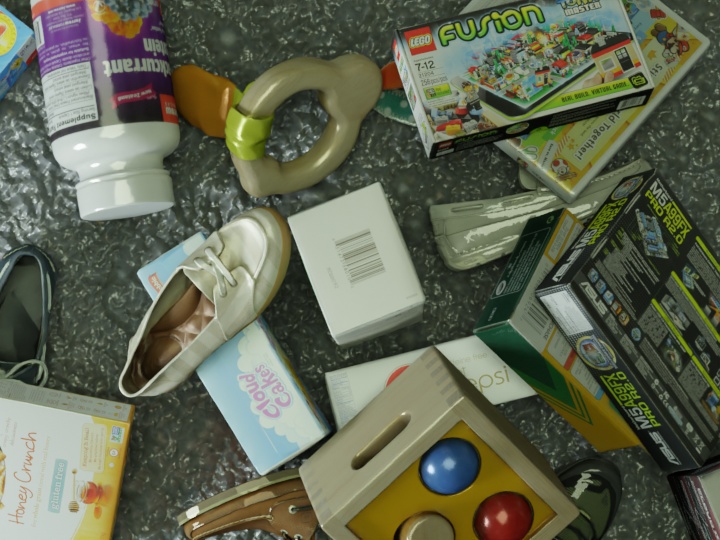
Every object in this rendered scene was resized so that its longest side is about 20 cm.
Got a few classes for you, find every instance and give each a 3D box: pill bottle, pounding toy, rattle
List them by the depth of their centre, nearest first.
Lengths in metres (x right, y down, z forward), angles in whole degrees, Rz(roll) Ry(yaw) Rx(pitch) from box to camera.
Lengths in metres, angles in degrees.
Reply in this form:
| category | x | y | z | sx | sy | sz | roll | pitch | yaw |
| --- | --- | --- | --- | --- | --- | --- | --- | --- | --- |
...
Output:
| category | x | y | z | sx | sy | sz | roll | pitch | yaw |
| --- | --- | --- | --- | --- | --- | --- | --- | --- | --- |
| pounding toy | 0.061 | 0.212 | 1.580 | 0.200 | 0.142 | 0.184 | -43 | 114 | 5 |
| pill bottle | -0.215 | -0.149 | 1.665 | 0.111 | 0.111 | 0.201 | -9 | 86 | 0 |
| rattle | -0.046 | -0.157 | 1.706 | 0.200 | 0.143 | 0.130 | -34 | 119 | -17 |

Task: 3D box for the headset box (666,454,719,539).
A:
| category | x | y | z | sx | sy | sz | roll | pitch | yaw |
| --- | --- | --- | --- | --- | --- | --- | --- | --- | --- |
| headset box | 0.345 | 0.176 | 1.590 | 0.148 | 0.200 | 0.077 | -21 | 85 | -2 |

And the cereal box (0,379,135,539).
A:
| category | x | y | z | sx | sy | sz | roll | pitch | yaw |
| --- | --- | --- | --- | --- | --- | --- | --- | --- | --- |
| cereal box | -0.301 | 0.164 | 1.643 | 0.199 | 0.040 | 0.144 | 10 | 114 | -3 |

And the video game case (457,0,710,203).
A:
| category | x | y | z | sx | sy | sz | roll | pitch | yaw |
| --- | --- | --- | --- | --- | --- | --- | --- | --- | --- |
| video game case | 0.173 | -0.184 | 1.675 | 0.182 | 0.023 | 0.200 | 40 | 71 | 9 |

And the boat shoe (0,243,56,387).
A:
| category | x | y | z | sx | sy | sz | roll | pitch | yaw |
| --- | --- | --- | --- | --- | --- | --- | --- | --- | --- |
| boat shoe | -0.304 | 0.076 | 1.673 | 0.075 | 0.062 | 0.201 | 18 | 88 | -6 |

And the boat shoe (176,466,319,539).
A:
| category | x | y | z | sx | sy | sz | roll | pitch | yaw |
| --- | --- | --- | --- | --- | --- | --- | --- | --- | --- |
| boat shoe | -0.056 | 0.202 | 1.656 | 0.199 | 0.072 | 0.068 | -19 | 85 | -1 |

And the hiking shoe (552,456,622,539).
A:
| category | x | y | z | sx | sy | sz | roll | pitch | yaw |
| --- | --- | --- | --- | --- | --- | --- | --- | --- | --- |
| hiking shoe | 0.164 | 0.250 | 1.630 | 0.076 | 0.101 | 0.200 | 35 | 91 | -18 |

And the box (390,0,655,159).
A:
| category | x | y | z | sx | sy | sz | roll | pitch | yaw |
| --- | --- | --- | --- | --- | --- | --- | --- | --- | --- |
| box | 0.136 | -0.171 | 1.636 | 0.199 | 0.035 | 0.110 | -15 | 72 | -11 |

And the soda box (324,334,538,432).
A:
| category | x | y | z | sx | sy | sz | roll | pitch | yaw |
| --- | --- | --- | --- | --- | --- | --- | --- | --- | --- |
| soda box | 0.072 | 0.094 | 1.665 | 0.199 | 0.068 | 0.064 | -14 | 86 | 0 |

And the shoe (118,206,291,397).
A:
| category | x | y | z | sx | sy | sz | roll | pitch | yaw |
| --- | --- | --- | --- | --- | --- | --- | --- | --- | --- |
| shoe | -0.126 | 0.031 | 1.546 | 0.070 | 0.053 | 0.200 | 46 | 113 | 14 |

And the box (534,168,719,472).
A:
| category | x | y | z | sx | sy | sz | roll | pitch | yaw |
| --- | --- | --- | --- | --- | --- | --- | --- | --- | --- |
| box | 0.250 | 0.042 | 1.611 | 0.200 | 0.044 | 0.160 | 52 | 53 | -16 |

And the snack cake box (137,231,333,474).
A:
| category | x | y | z | sx | sy | sz | roll | pitch | yaw |
| --- | --- | --- | --- | --- | --- | --- | --- | --- | --- |
| snack cake box | -0.104 | 0.071 | 1.645 | 0.067 | 0.115 | 0.200 | -32 | 86 | -1 |

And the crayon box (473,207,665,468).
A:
| category | x | y | z | sx | sy | sz | roll | pitch | yaw |
| --- | --- | --- | --- | --- | --- | --- | --- | --- | --- |
| crayon box | 0.197 | 0.061 | 1.626 | 0.200 | 0.052 | 0.126 | 43 | 56 | -21 |

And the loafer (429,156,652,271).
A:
| category | x | y | z | sx | sy | sz | roll | pitch | yaw |
| --- | --- | --- | --- | --- | --- | --- | --- | --- | --- |
| loafer | 0.156 | -0.062 | 1.676 | 0.199 | 0.070 | 0.070 | -21 | 89 | -3 |

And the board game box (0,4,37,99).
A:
| category | x | y | z | sx | sy | sz | roll | pitch | yaw |
| --- | --- | --- | --- | --- | --- | --- | --- | --- | --- |
| board game box | -0.416 | -0.188 | 1.698 | 0.200 | 0.056 | 0.196 | 37 | 87 | 3 |

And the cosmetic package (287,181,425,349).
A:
| category | x | y | z | sx | sy | sz | roll | pitch | yaw |
| --- | --- | --- | --- | --- | --- | --- | --- | --- | --- |
| cosmetic package | 0.000 | 0.000 | 1.607 | 0.085 | 0.200 | 0.108 | -21 | 83 | -2 |
